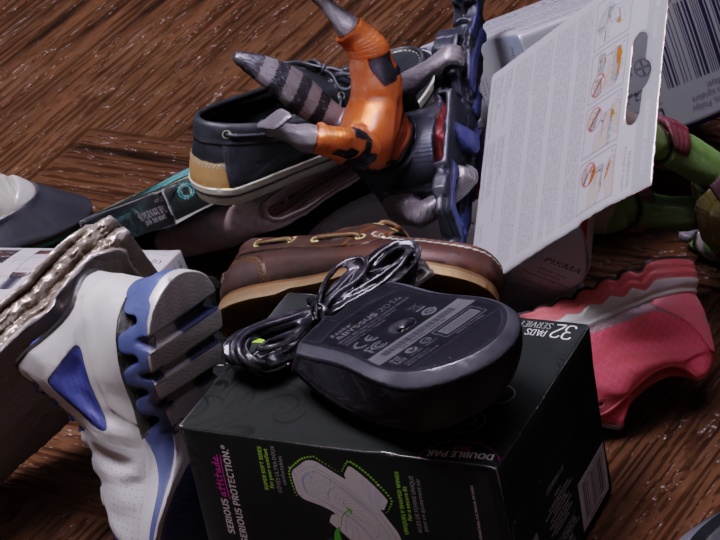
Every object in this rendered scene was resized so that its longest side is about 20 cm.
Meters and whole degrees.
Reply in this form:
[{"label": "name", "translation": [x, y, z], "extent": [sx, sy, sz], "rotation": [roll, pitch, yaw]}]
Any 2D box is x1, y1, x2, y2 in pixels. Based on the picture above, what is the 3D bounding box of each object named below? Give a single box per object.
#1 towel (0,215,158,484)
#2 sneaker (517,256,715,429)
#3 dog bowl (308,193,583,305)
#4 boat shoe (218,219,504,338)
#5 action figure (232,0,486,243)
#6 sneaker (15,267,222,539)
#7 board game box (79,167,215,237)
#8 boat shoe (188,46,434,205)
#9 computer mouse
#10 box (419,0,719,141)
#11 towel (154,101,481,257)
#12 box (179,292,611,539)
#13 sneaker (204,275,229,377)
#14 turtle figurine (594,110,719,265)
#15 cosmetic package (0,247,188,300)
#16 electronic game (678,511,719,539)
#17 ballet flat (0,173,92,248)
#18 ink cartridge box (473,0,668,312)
[{"label": "towel", "translation": [-0.200, 0.061, 1.662], "extent": [0.200, 0.133, 0.034], "rotation": [-44, 63, -6]}, {"label": "sneaker", "translation": [0.123, 0.063, 1.643], "extent": [0.199, 0.087, 0.074], "rotation": [-23, -9, 1]}, {"label": "dog bowl", "translation": [0.046, 0.007, 1.777], "extent": [0.199, 0.059, 0.201], "rotation": [-10, 31, 6]}, {"label": "boat shoe", "translation": [0.000, 0.000, 1.663], "extent": [0.199, 0.071, 0.071], "rotation": [-3, 50, 29]}, {"label": "action figure", "translation": [0.018, -0.110, 1.723], "extent": [0.104, 0.193, 0.201], "rotation": [-13, 51, 34]}, {"label": "sneaker", "translation": [-0.138, 0.081, 1.591], "extent": [0.115, 0.201, 0.080], "rotation": [16, 28, 36]}, {"label": "board game box", "translation": [-0.108, -0.061, 1.888], "extent": [0.135, 0.028, 0.200], "rotation": [-27, 5, -22]}, {"label": "boat shoe", "translation": [-0.028, -0.108, 1.769], "extent": [0.199, 0.063, 0.074], "rotation": [-26, 32, -27]}, {"label": "computer mouse", "translation": [0.025, 0.046, 1.496], "extent": [0.138, 0.053, 0.200], "rotation": [-30, 23, -23]}, {"label": "box", "translation": [0.165, -0.141, 1.875], "extent": [0.183, 0.106, 0.200], "rotation": [-21, 9, -16]}, {"label": "towel", "translation": [-0.030, -0.063, 1.873], "extent": [0.190, 0.032, 0.200], "rotation": [-28, 4, -25]}, {"label": "box", "translation": [0.023, 0.109, 1.558], "extent": [0.199, 0.125, 0.149], "rotation": [6, 34, 25]}, {"label": "sneaker", "translation": [-0.089, 0.075, 1.721], "extent": [0.103, 0.060, 0.200], "rotation": [1, 37, 20]}, {"label": "turtle figurine", "translation": [0.221, -0.074, 1.752], "extent": [0.193, 0.201, 0.144], "rotation": [9, -19, -20]}, {"label": "cosmetic package", "translation": [-0.213, 0.024, 1.832], "extent": [0.199, 0.051, 0.083], "rotation": [1, 34, 33]}, {"label": "electronic game", "translation": [0.251, 0.174, 1.448], "extent": [0.198, 0.042, 0.200], "rotation": [-9, 29, 5]}, {"label": "ballet flat", "translation": [-0.293, -0.035, 1.962], "extent": [0.199, 0.073, 0.073], "rotation": [-19, 31, -11]}, {"label": "ink cartridge box", "translation": [0.139, -0.079, 1.627], "extent": [0.200, 0.047, 0.161], "rotation": [-33, 43, 54]}]
